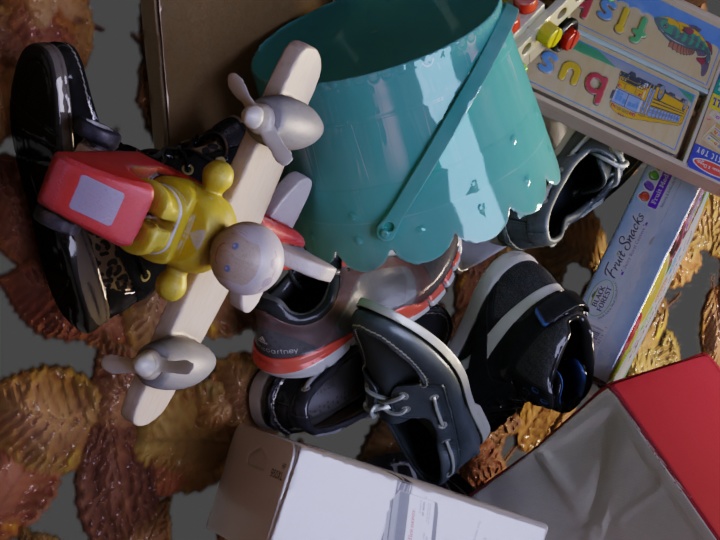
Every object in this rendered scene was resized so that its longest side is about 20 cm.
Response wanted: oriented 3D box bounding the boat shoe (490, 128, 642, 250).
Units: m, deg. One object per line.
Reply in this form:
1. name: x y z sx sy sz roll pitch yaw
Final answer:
1. boat shoe: 0.182 -0.073 1.678 0.200 0.062 0.073 -33 121 -36

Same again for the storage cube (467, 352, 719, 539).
1. storage cube: 0.219 0.188 1.629 0.200 0.171 0.180 57 30 14

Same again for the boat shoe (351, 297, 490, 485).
1. boat shoe: 0.037 0.091 1.525 0.062 0.073 0.200 -55 144 -17

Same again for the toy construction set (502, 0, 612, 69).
1. toy construction set: 0.115 -0.200 1.559 0.200 0.092 0.131 -31 153 -10

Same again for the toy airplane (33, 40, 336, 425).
1. toy airplane: -0.087 -0.019 1.305 0.199 0.141 0.200 -30 126 -23

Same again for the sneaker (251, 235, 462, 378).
1. sneaker: 0.000 0.000 1.542 0.200 0.077 0.082 -38 135 -33

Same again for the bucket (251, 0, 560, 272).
1. bucket: 0.029 -0.105 1.440 0.207 0.207 0.135 -36 121 -34

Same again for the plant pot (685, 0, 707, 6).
1. plant pot: 0.233 -0.307 1.668 0.187 0.187 0.200 -50 145 -26

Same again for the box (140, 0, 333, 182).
1. box: -0.078 -0.109 1.488 0.163 0.021 0.200 -18 111 -41

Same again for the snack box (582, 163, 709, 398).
1. snack box: 0.225 0.006 1.738 0.200 0.053 0.142 -63 169 -6

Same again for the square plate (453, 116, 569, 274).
1. square plate: 0.119 -0.125 1.679 0.200 0.028 0.198 -29 118 -38

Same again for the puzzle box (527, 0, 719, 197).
1. puzzle box: 0.222 -0.156 1.652 0.200 0.025 0.133 24 73 -6

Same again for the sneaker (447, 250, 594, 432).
1. sneaker: 0.113 0.096 1.618 0.073 0.112 0.200 -8 129 -41

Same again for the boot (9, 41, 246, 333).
1. boot: -0.141 -0.070 1.378 0.151 0.073 0.200 -21 117 -27

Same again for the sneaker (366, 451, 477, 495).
1. sneaker: 0.067 0.209 1.665 0.200 0.074 0.081 26 119 -29

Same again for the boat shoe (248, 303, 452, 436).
1. boat shoe: 0.007 0.072 1.585 0.200 0.060 0.074 -20 111 -41

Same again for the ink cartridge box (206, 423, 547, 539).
1. ink cartridge box: 0.008 0.183 1.503 0.200 0.145 0.084 20 84 -20
